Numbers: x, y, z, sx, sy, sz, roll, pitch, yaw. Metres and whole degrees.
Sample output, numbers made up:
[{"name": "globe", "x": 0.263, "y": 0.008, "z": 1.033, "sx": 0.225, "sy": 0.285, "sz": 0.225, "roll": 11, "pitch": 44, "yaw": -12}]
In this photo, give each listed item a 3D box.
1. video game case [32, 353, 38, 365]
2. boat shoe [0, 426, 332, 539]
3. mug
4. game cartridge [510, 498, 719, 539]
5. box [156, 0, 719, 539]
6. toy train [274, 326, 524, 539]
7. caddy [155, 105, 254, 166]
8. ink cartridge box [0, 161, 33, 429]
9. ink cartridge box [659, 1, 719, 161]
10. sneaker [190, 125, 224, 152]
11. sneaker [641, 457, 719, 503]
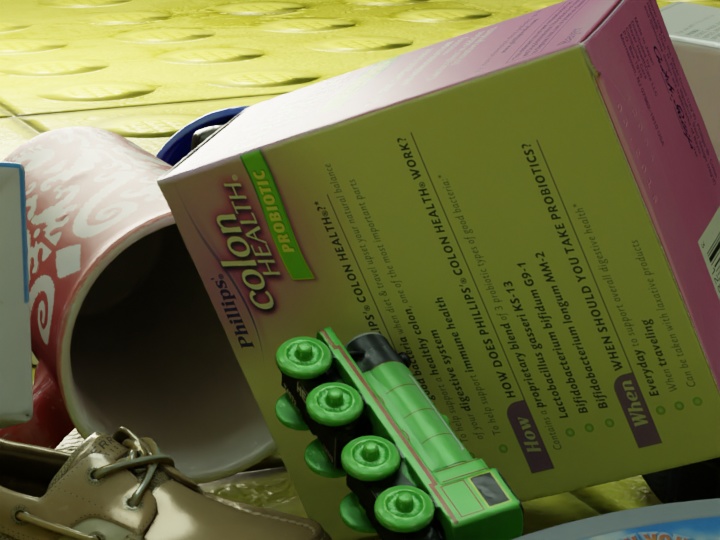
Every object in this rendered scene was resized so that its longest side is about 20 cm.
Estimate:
[{"name": "video game case", "x": -0.192, "y": 0.018, "z": 1.402, "sx": 0.200, "sy": 0.018, "sz": 0.143, "roll": 11, "pitch": 19, "yaw": 41}, {"name": "boat shoe", "x": -0.103, "y": 0.099, "z": 0.963, "sx": 0.200, "sy": 0.065, "sz": 0.071, "roll": 3, "pitch": 14, "yaw": 18}, {"name": "mug", "x": -0.131, "y": 0.009, "z": 1.157, "sx": 0.177, "sy": 0.134, "sz": 0.200, "roll": -11, "pitch": 22, "yaw": -21}, {"name": "game cartridge", "x": 0.116, "y": 0.131, "z": 0.797, "sx": 0.200, "sy": 0.041, "sz": 0.133, "roll": -8, "pitch": 32, "yaw": -24}, {"name": "box", "x": 0.049, "y": -0.001, "z": 0.992, "sx": 0.200, "sy": 0.176, "sz": 0.097, "roll": -17, "pitch": 16, "yaw": 28}, {"name": "toy train", "x": 0.026, "y": 0.088, "z": 0.897, "sx": 0.056, "sy": 0.042, "sz": 0.200, "roll": -16, "pitch": 44, "yaw": -20}, {"name": "caddy", "x": -0.022, "y": -0.022, "z": 1.287, "sx": 0.200, "sy": 0.142, "sz": 0.105, "roll": -3, "pitch": 9, "yaw": 14}, {"name": "ink cartridge box", "x": -0.222, "y": 0.024, "z": 1.092, "sx": 0.068, "sy": 0.116, "sz": 0.200, "roll": 4, "pitch": -11, "yaw": -33}, {"name": "ink cartridge box", "x": 0.224, "y": -0.041, "z": 1.170, "sx": 0.200, "sy": 0.146, "sz": 0.085, "roll": 13, "pitch": 22, "yaw": 25}, {"name": "sneaker", "x": 0.000, "y": -0.002, "z": 1.202, "sx": 0.104, "sy": 0.060, "sz": 0.200, "roll": -21, "pitch": 65, "yaw": -21}, {"name": "sneaker", "x": 0.215, "y": 0.086, "z": 1.028, "sx": 0.115, "sy": 0.076, "sz": 0.200, "roll": 10, "pitch": 1, "yaw": -37}]
